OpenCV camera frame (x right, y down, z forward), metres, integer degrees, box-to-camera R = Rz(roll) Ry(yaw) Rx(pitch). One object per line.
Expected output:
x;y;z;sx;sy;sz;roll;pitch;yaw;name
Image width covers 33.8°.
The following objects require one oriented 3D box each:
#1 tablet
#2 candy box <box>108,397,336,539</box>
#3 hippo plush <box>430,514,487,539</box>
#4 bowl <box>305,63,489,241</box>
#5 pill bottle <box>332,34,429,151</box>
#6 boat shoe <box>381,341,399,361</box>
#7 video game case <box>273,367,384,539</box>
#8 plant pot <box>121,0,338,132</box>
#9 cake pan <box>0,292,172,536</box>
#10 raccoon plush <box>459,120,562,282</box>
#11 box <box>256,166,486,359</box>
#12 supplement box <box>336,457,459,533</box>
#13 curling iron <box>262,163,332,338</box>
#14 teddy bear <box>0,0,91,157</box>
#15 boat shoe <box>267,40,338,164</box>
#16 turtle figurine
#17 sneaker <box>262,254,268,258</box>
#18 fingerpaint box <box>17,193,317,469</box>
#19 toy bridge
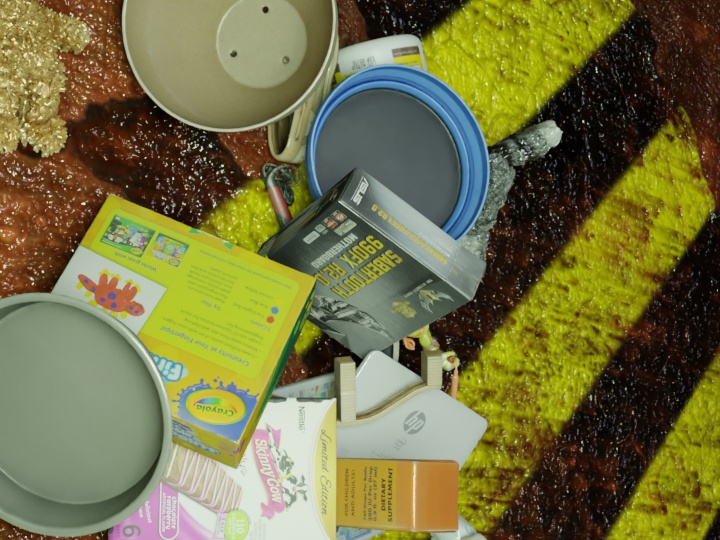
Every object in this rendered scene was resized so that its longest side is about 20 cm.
0.042;0.176;1.259;0.200;0.014;0.130;35;90;-38;tablet
-0.123;0.181;1.058;0.200;0.061;0.137;1;82;-11;candy box
0.104;0.383;1.302;0.161;0.159;0.200;-42;100;-8;hippo plush
0.036;-0.108;1.211;0.200;0.039;0.201;3;81;-23;bowl
0.034;-0.150;1.301;0.109;0.109;0.200;-17;96;-45;pill bottle
-0.004;0.016;1.284;0.063;0.073;0.200;-14;104;-11;boat shoe
-0.058;0.207;1.218;0.200;0.022;0.183;-11;92;-46;video game case
-0.110;-0.229;1.134;0.134;0.200;0.201;-19;99;-81;plant pot
-0.240;0.112;0.942;0.037;0.200;0.201;-48;123;-75;cake pan
0.161;-0.072;1.382;0.097;0.200;0.134;-77;144;-67;raccoon plush
0.000;0.000;1.153;0.158;0.200;0.048;37;55;-15;box
-0.002;0.209;1.116;0.069;0.200;0.067;9;77;-43;supplement box
-0.057;-0.022;1.248;0.050;0.026;0.200;-32;107;-46;curling iron
-0.291;-0.194;1.007;0.145;0.067;0.200;21;70;-45;teddy bear
-0.067;-0.212;1.234;0.064;0.071;0.200;-1;86;-46;boat shoe
0.071;0.040;1.314;0.200;0.064;0.161;66;23;-20;turtle figurine
-0.159;0.036;1.096;0.200;0.083;0.072;-46;116;-39;sneaker
-0.162;0.051;1.019;0.200;0.073;0.167;21;63;4;fingerpaint box
-0.016;0.121;1.181;0.200;0.027;0.067;-4;102;-15;toy bridge
